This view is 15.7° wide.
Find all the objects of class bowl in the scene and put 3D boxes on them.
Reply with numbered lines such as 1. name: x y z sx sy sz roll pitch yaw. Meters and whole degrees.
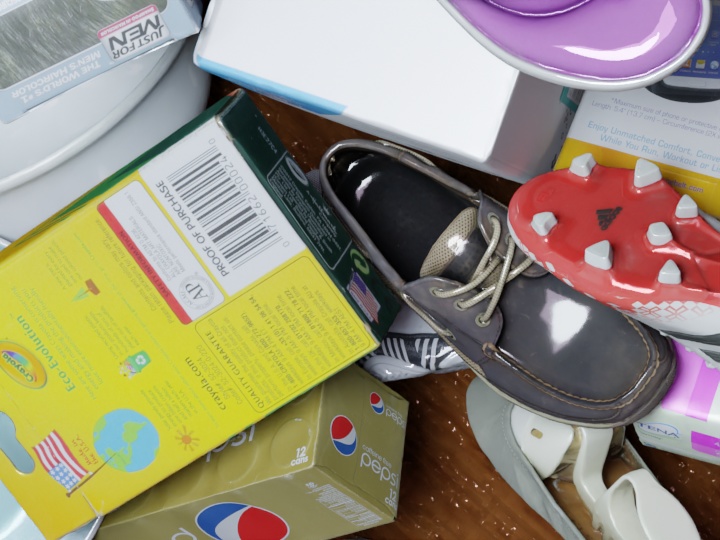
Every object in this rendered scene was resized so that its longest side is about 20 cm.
1. bowl: -0.151 -0.071 1.300 0.201 0.201 0.090 -18 126 17

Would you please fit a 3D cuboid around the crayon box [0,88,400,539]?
1. crayon box: -0.099 0.023 1.185 0.200 0.051 0.127 -31 101 22

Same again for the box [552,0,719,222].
1. box: 0.178 -0.111 1.175 0.119 0.041 0.200 17 74 22

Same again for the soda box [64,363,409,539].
1. soda box: -0.074 0.100 1.259 0.200 0.064 0.068 -19 50 35

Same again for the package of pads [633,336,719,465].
1. package of pads: 0.227 0.004 1.177 0.154 0.068 0.200 16 76 18

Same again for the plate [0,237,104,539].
1. plate: -0.212 0.075 1.237 0.200 0.026 0.201 -1 94 -9

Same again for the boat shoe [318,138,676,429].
1. boat shoe: 0.051 0.005 1.170 0.200 0.073 0.075 33 90 31

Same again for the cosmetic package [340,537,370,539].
1. cosmetic package: 0.060 0.210 1.242 0.200 0.081 0.113 19 94 18

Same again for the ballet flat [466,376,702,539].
1. ballet flat: 0.115 0.100 1.206 0.067 0.064 0.200 -16 50 -23

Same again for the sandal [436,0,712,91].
1. sandal: 0.050 -0.141 1.067 0.202 0.050 0.083 35 97 17

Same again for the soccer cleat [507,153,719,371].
1. soccer cleat: 0.154 0.013 1.112 0.200 0.085 0.069 18 56 22

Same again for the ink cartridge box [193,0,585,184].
1. ink cartridge box: 0.043 -0.127 1.200 0.146 0.200 0.146 20 92 18

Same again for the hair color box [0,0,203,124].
1. hair color box: -0.126 -0.146 1.207 0.099 0.200 0.061 -25 112 10

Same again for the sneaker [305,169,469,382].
1. sneaker: 0.000 0.000 1.274 0.200 0.075 0.115 -13 86 21
